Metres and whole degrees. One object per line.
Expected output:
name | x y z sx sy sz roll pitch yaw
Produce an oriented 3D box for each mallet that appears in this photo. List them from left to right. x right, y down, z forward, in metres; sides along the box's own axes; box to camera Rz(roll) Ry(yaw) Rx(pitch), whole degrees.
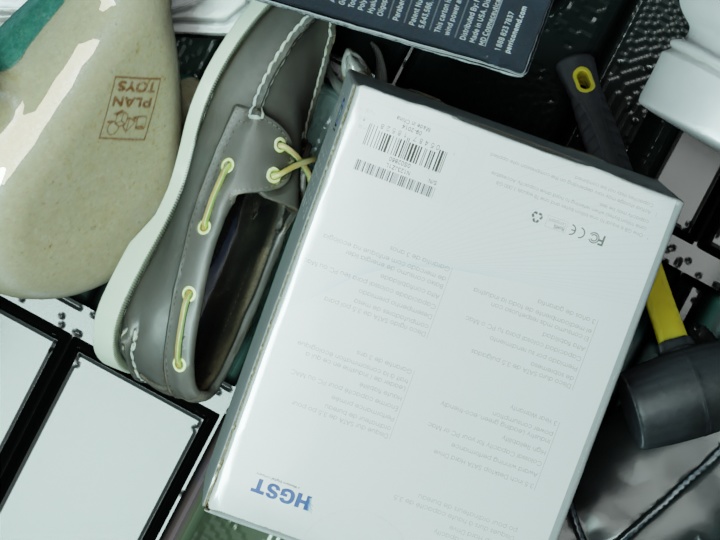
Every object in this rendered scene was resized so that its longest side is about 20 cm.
mallet | 0.140 -0.015 1.363 0.065 0.041 0.201 -9 66 -3

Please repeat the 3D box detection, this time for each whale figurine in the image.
whale figurine | -0.140 -0.088 1.357 0.104 0.159 0.201 36 116 39

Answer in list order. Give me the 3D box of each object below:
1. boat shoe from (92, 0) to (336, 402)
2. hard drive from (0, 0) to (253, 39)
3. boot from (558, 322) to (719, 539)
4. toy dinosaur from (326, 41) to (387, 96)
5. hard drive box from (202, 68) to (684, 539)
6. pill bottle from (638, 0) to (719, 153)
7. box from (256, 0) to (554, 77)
boat shoe | -0.054 -0.036 1.359 0.060 0.072 0.202 25 92 28
hard drive | -0.132 -0.183 1.403 0.199 0.038 0.141 3 92 5
boot | 0.110 0.088 1.381 0.162 0.073 0.199 -38 90 3
toy dinosaur | 0.000 0.000 1.379 0.076 0.102 0.201 14 101 -5
hard drive box | 0.034 0.032 1.295 0.155 0.077 0.201 20 97 -6
pill bottle | 0.217 -0.142 1.343 0.113 0.113 0.201 30 94 2
box | 0.008 -0.217 1.293 0.195 0.124 0.201 15 50 -2
